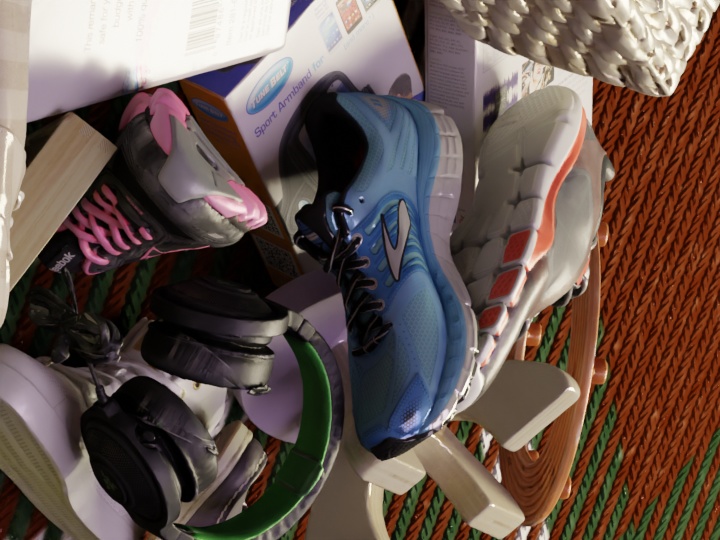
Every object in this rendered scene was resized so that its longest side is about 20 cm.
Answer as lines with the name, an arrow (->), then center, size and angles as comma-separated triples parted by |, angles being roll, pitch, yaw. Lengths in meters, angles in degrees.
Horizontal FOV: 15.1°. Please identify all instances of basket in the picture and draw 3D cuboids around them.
basket -> 0.101, -0.180, 1.311 | 0.124, 0.135, 0.200 | -67, 155, -8

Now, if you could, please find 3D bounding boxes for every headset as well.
headset -> -0.077, 0.060, 1.253 | 0.200, 0.094, 0.124 | 36, 80, -39

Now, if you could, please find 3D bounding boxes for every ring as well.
ring -> 0.112, 0.047, 1.561 | 0.019, 0.201, 0.202 | 7, 113, -9

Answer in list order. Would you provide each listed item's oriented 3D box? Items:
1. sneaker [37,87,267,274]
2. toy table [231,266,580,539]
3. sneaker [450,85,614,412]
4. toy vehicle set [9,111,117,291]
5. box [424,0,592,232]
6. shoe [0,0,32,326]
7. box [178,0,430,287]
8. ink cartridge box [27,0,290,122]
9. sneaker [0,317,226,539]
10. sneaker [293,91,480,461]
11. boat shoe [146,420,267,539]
sneaker -> -0.104, -0.028, 1.238 | 0.095, 0.079, 0.200 | -38, -173, -6
toy table -> 0.021, 0.080, 1.469 | 0.184, 0.117, 0.199 | -46, 150, 22
sneaker -> 0.090, 0.000, 1.407 | 0.082, 0.077, 0.201 | 44, 57, -31
toy vehicle set -> -0.189, 0.022, 1.194 | 0.026, 0.124, 0.201 | 39, 77, -12
box -> 0.083, -0.138, 1.482 | 0.144, 0.036, 0.201 | -38, 135, -50
shoe -> -0.153, -0.059, 1.083 | 0.053, 0.070, 0.202 | -12, 112, -35
box -> -0.024, -0.086, 1.407 | 0.119, 0.041, 0.201 | -49, 146, -20
ink cartridge box -> -0.118, -0.157, 1.190 | 0.199, 0.084, 0.146 | -21, 128, -46
sneaker -> -0.130, 0.057, 1.338 | 0.116, 0.073, 0.200 | -55, 155, -15
sneaker -> 0.000, 0.000, 1.349 | 0.090, 0.078, 0.201 | 18, 54, -36
boat shoe -> -0.081, 0.153, 1.406 | 0.072, 0.065, 0.200 | -54, 175, -46
